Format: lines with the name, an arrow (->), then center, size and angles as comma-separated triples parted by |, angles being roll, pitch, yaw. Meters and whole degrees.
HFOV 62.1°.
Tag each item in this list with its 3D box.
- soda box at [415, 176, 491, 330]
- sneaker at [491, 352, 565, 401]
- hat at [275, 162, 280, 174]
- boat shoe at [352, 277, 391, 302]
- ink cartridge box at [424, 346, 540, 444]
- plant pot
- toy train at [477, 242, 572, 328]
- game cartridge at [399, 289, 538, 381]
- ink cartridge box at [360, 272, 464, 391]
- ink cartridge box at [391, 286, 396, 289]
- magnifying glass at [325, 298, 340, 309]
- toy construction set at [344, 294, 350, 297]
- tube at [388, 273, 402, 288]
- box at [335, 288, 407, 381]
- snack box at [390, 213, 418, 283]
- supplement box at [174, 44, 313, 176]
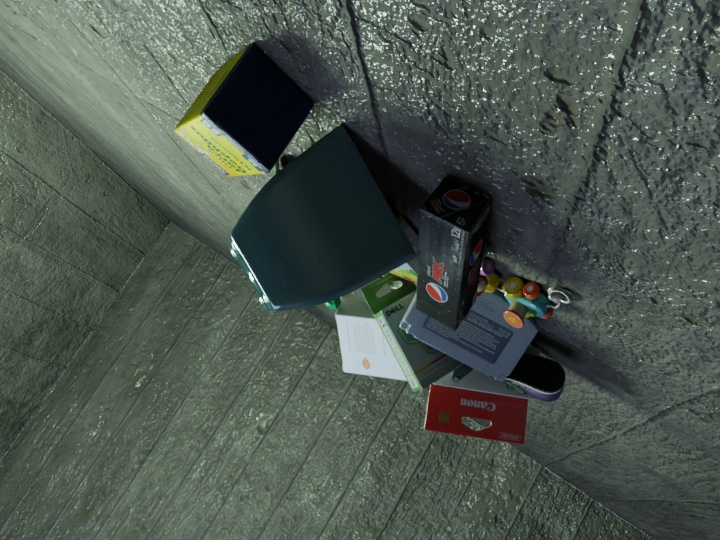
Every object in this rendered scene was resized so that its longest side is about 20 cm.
soda box -> 0.114, -0.015, 0.761 | 0.070, 0.064, 0.203 | 28, 147, 24
sneaker -> 0.255, 0.176, 1.049 | 0.197, 0.076, 0.088 | 25, 156, 25
hat -> -0.067, -0.113, 1.095 | 0.171, 0.171, 0.200 | -3, 166, -8
boat shoe -> 0.000, 0.000, 1.124 | 0.071, 0.064, 0.199 | -22, 145, 24
ink cartridge box -> 0.223, 0.217, 1.098 | 0.194, 0.182, 0.045 | 8, 173, -3
plant pot -> -0.074, -0.043, 0.840 | 0.199, 0.198, 0.196 | 58, 167, -4
toy train -> 0.190, 0.017, 0.845 | 0.197, 0.056, 0.150 | 34, 169, 9
game cartridge -> 0.176, 0.081, 0.960 | 0.196, 0.135, 0.042 | 27, -160, -1
ink cartridge box -> 0.093, 0.093, 1.033 | 0.203, 0.102, 0.059 | 62, 163, 8
ink cartridge box -> 0.112, 0.111, 1.386 | 0.144, 0.089, 0.200 | 35, 170, -3
magnifying glass -> -0.073, 0.019, 1.146 | 0.079, 0.022, 0.201 | 40, 164, 18
toy construction set -> -0.078, -0.024, 1.248 | 0.090, 0.135, 0.199 | 6, -166, -34
tube -> 0.035, -0.010, 1.197 | 0.058, 0.053, 0.199 | 38, 169, -29
box -> 0.061, 0.129, 1.231 | 0.194, 0.107, 0.156 | 5, 123, 18
snack box -> 0.034, -0.050, 1.027 | 0.142, 0.053, 0.198 | 45, 167, -36
supplement box -> -0.165, -0.207, 0.815 | 0.108, 0.111, 0.199 | 39, 169, -25
